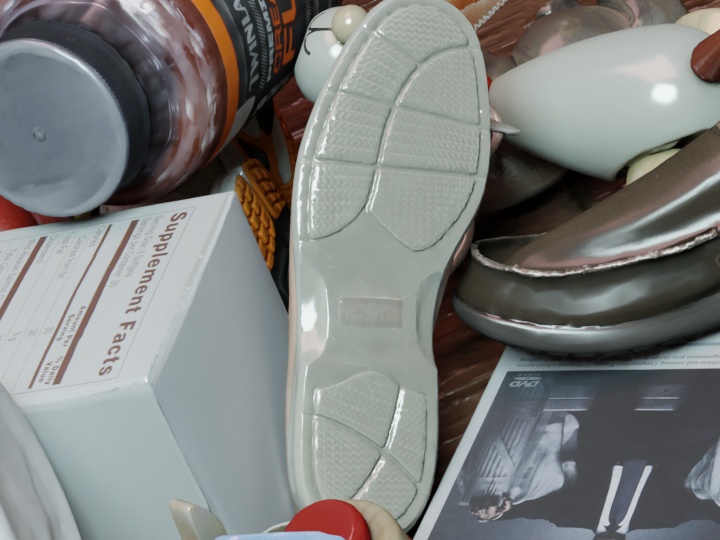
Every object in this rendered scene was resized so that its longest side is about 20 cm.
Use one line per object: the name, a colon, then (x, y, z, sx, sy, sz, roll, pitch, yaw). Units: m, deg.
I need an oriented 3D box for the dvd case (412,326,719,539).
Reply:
dvd case: (0.089, 0.092, 0.753, 0.149, 0.025, 0.200, -2, 38, 30)

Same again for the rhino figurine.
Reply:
rhino figurine: (0.064, -0.068, 0.955, 0.200, 0.060, 0.087, -40, 53, -19)

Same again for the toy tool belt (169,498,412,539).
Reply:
toy tool belt: (-0.031, 0.131, 0.653, 0.124, 0.123, 0.201, -9, 48, 24)

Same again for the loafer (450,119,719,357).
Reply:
loafer: (0.128, -0.020, 0.816, 0.199, 0.072, 0.073, -11, 16, 2)

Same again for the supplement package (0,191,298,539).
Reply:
supplement package: (-0.129, 0.062, 0.842, 0.199, 0.117, 0.118, -8, 34, 21)

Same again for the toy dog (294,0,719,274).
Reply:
toy dog: (0.076, -0.076, 0.870, 0.198, 0.097, 0.133, -7, 61, -4)

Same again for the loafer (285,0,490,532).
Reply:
loafer: (0.000, 0.000, 0.815, 0.071, 0.201, 0.063, 11, -10, -16)

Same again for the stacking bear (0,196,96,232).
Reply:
stacking bear: (-0.170, -0.034, 0.982, 0.113, 0.122, 0.201, -13, 36, 8)

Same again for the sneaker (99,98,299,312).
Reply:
sneaker: (-0.072, -0.013, 0.966, 0.092, 0.076, 0.200, -25, 25, 11)

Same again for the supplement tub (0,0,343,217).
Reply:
supplement tub: (-0.084, -0.093, 0.894, 0.106, 0.108, 0.200, -6, 24, 24)

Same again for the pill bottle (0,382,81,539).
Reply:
pill bottle: (-0.193, 0.114, 0.710, 0.199, 0.117, 0.117, -25, 33, 3)
